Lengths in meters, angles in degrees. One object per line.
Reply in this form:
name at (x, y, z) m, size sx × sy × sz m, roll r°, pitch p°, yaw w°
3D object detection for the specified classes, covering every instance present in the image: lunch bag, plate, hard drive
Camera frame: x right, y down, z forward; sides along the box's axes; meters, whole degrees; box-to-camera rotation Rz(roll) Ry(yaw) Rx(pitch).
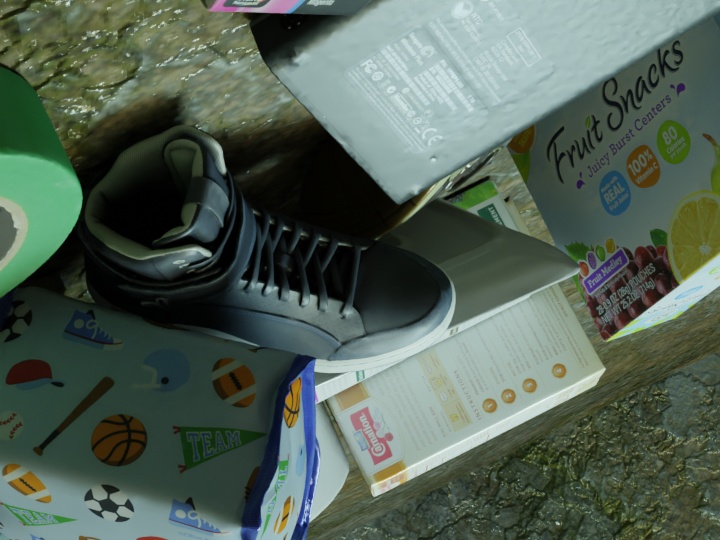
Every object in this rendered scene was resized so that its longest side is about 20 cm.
lunch bag at (-0.112, 0.105, 0.806) m, size 0.170 × 0.124 × 0.200 m, roll 15°, pitch 149°, yaw 9°
plate at (0.000, 0.000, 0.934) m, size 0.199 × 0.032 × 0.200 m, roll -23°, pitch -158°, yaw -18°
hard drive at (0.069, -0.121, 0.703) m, size 0.200 × 0.033 × 0.140 m, roll -30°, pitch 142°, yaw 13°

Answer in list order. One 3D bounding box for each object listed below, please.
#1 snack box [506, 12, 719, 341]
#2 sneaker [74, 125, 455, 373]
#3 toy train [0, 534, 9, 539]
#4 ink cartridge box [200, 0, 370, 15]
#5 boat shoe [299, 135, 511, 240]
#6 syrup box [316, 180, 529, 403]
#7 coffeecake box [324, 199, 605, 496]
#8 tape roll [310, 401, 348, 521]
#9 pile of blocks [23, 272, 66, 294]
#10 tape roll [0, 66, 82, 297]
snack box at (0.175, -0.078, 0.870) m, size 0.068 × 0.169 × 0.200 m, roll -15°, pitch 162°, yaw -32°
sneaker at (-0.045, -0.008, 0.771) m, size 0.202 × 0.077 × 0.146 m, roll 6°, pitch 158°, yaw -2°
toy train at (-0.263, 0.154, 1.072) m, size 0.114 × 0.085 × 0.200 m, roll -44°, pitch 161°, yaw 21°
ink cartridge box at (0.026, -0.166, 0.562) m, size 0.200 × 0.037 × 0.095 m, roll -40°, pitch 162°, yaw 35°
boat shoe at (0.045, -0.074, 0.838) m, size 0.065 × 0.073 × 0.200 m, roll -3°, pitch 152°, yaw -48°
syrup box at (0.025, 0.019, 1.119) m, size 0.200 × 0.079 × 0.081 m, roll -26°, pitch 166°, yaw -7°
coffeecake box at (0.064, 0.061, 1.187) m, size 0.200 × 0.154 × 0.073 m, roll -26°, pitch 166°, yaw -5°
tape roll at (-0.113, 0.157, 1.184) m, size 0.202 × 0.071 × 0.202 m, roll -21°, pitch -163°, yaw 7°
pile of blocks at (-0.230, 0.079, 0.891) m, size 0.200 × 0.062 × 0.082 m, roll -36°, pitch 163°, yaw 33°
tape roll at (-0.216, -0.012, 0.626) m, size 0.200 × 0.048 × 0.200 m, roll -25°, pitch 165°, yaw -7°
